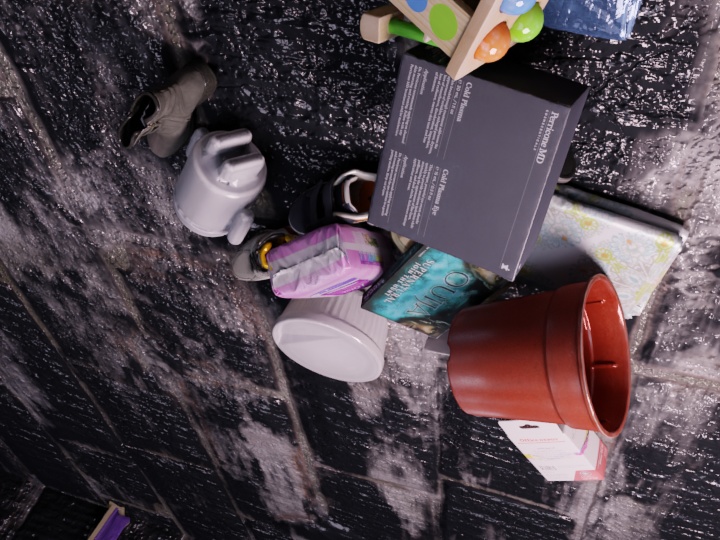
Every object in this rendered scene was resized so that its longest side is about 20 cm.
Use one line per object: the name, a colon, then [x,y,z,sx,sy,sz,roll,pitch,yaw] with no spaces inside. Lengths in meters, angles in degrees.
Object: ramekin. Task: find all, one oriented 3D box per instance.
ramekin: [-0.044,0.100,1.310,0.200,0.095,0.203,16,150,9]

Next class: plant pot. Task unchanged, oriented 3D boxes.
plant pot: [0.230,0.114,1.010,0.193,0.202,0.201,-7,134,34]

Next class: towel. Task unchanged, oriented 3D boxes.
towel: [0.215,-0.309,0.701,0.110,0.049,0.201,15,143,14]
towel: [0.303,-0.025,1.010,0.198,0.048,0.172,19,141,7]

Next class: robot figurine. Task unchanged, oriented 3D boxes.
robot figurine: [-0.207,-0.123,1.121,0.200,0.112,0.171,-43,68,52]

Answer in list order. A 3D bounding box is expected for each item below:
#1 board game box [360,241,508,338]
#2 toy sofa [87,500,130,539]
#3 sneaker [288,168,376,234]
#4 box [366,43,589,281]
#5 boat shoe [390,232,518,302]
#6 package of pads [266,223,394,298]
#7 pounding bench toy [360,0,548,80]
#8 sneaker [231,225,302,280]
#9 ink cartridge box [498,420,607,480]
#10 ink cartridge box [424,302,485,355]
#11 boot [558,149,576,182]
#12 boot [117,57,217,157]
board game box: [0.104,0.023,1.077,0.134,0.028,0.200,23,142,-17]
toy sofa: [-0.941,0.967,2.838,0.097,0.201,0.083,29,144,4]
sneaker: [-0.029,-0.097,1.067,0.198,0.079,0.079,-11,169,29]
box: [0.124,-0.123,0.836,0.181,0.104,0.202,24,122,17]
boat shoe: [0.134,-0.026,1.087,0.200,0.074,0.063,33,137,-16]
package of pads: [-0.037,-0.010,1.084,0.119,0.077,0.200,-19,172,19]
pounding bench toy: [0.092,-0.257,0.726,0.156,0.124,0.200,46,147,11]
sneaker: [-0.144,-0.030,1.214,0.199,0.082,0.079,-23,91,42]
ink cartridge box: [0.343,0.295,1.368,0.116,0.068,0.200,-13,132,40]
ink cartridge box: [0.208,0.115,1.179,0.198,0.116,0.068,10,143,20]
boot: [0.154,-0.123,0.961,0.199,0.069,0.175,30,146,10]
boot: [-0.282,-0.202,1.043,0.068,0.131,0.200,47,140,-2]
